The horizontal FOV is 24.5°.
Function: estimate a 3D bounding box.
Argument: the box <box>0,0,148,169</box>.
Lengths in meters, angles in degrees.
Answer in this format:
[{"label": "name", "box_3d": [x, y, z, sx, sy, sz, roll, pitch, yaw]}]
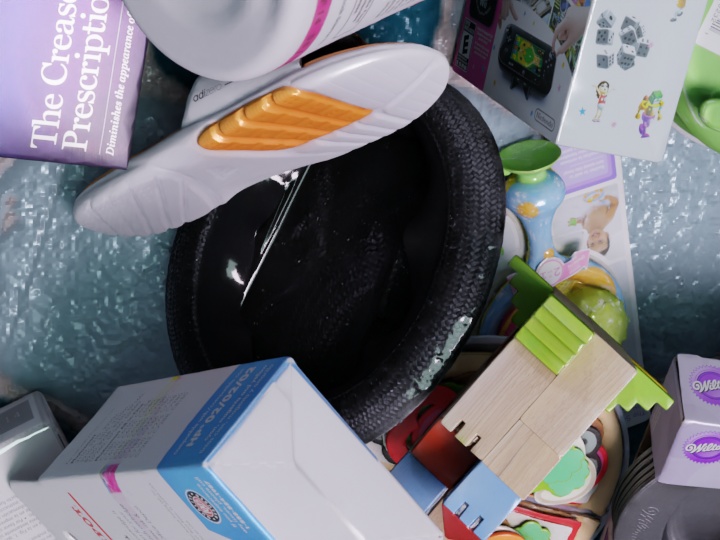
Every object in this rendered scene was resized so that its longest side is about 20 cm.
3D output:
[{"label": "box", "box_3d": [-0.160, -0.156, 0.732, 0.140, 0.079, 0.202, 5, 109, -20]}]

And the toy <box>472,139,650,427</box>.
[{"label": "toy", "box_3d": [0.109, 0.026, 0.924, 0.114, 0.047, 0.202, -18, 116, -12]}]

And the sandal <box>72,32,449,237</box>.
[{"label": "sandal", "box_3d": [-0.058, -0.077, 0.781, 0.205, 0.060, 0.079, -22, 158, 26]}]

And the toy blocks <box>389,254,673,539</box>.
[{"label": "toy blocks", "box_3d": [0.066, 0.077, 0.795, 0.100, 0.200, 0.137, 42, 95, 5]}]

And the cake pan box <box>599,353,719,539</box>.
[{"label": "cake pan box", "box_3d": [0.237, 0.131, 0.914, 0.198, 0.053, 0.185, 8, 134, -5]}]

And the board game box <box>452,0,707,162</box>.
[{"label": "board game box", "box_3d": [0.115, -0.171, 0.791, 0.064, 0.148, 0.202, 7, 108, -21]}]

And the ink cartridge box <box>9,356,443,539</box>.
[{"label": "ink cartridge box", "box_3d": [-0.070, 0.111, 0.778, 0.115, 0.199, 0.068, 51, 57, -19]}]

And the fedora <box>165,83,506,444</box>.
[{"label": "fedora", "box_3d": [0.000, 0.000, 0.829, 0.201, 0.200, 0.091, -55, 148, 7]}]

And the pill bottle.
[{"label": "pill bottle", "box_3d": [-0.007, -0.164, 0.724, 0.199, 0.113, 0.114, -32, 124, -44]}]

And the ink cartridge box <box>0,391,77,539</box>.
[{"label": "ink cartridge box", "box_3d": [-0.217, 0.184, 0.863, 0.199, 0.045, 0.177, -26, 117, -9]}]

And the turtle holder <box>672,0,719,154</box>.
[{"label": "turtle holder", "box_3d": [0.218, -0.132, 0.855, 0.184, 0.132, 0.142, -11, 113, -18]}]

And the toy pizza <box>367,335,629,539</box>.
[{"label": "toy pizza", "box_3d": [0.057, 0.123, 0.925, 0.198, 0.032, 0.202, -5, 124, -8]}]
